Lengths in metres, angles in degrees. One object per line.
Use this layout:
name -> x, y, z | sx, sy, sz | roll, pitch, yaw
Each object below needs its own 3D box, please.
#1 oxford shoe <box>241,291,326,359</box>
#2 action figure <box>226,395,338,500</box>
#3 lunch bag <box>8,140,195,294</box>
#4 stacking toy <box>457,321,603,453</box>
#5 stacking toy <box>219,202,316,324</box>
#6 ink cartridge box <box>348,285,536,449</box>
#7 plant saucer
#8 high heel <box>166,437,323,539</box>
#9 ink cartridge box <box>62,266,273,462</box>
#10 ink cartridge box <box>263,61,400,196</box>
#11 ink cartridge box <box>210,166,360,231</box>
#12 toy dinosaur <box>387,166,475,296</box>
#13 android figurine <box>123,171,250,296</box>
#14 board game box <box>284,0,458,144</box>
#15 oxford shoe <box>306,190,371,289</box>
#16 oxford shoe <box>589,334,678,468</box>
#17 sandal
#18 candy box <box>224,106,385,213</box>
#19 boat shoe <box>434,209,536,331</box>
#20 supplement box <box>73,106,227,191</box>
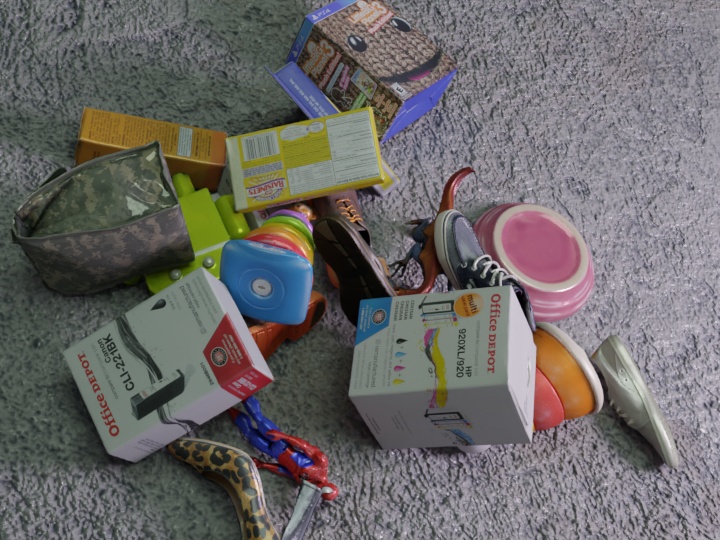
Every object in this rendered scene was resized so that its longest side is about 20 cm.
oxford shoe -> -0.138, 0.072, 1.507 | 0.073, 0.071, 0.200 | 38, 46, 27
action figure -> -0.106, 0.212, 1.432 | 0.200, 0.065, 0.052 | 37, 32, 8
lunch bag -> -0.318, -0.056, 1.435 | 0.200, 0.164, 0.118 | -19, 68, -8
stacking toy -> 0.205, 0.174, 1.551 | 0.200, 0.146, 0.146 | -33, 73, -13
stacking toy -> -0.096, -0.033, 1.497 | 0.116, 0.110, 0.200 | 14, 36, 7
ink cartridge box -> 0.107, 0.123, 1.461 | 0.200, 0.145, 0.147 | -6, 52, 18
plant saucer -> 0.256, -0.022, 1.719 | 0.200, 0.051, 0.201 | 9, 57, -14
high heel -> -0.159, 0.284, 1.372 | 0.200, 0.071, 0.143 | 22, 70, 6
ink cartridge box -> -0.227, 0.113, 1.380 | 0.200, 0.084, 0.144 | -32, 69, 4
ink cartridge box -> -0.037, -0.203, 1.653 | 0.047, 0.200, 0.198 | -41, 76, 1
ink cartridge box -> -0.116, -0.095, 1.622 | 0.200, 0.067, 0.116 | -19, 68, -29
toy dinosaur -> 0.088, -0.030, 1.611 | 0.105, 0.200, 0.182 | 10, 22, 5
android figurine -> -0.235, -0.033, 1.539 | 0.182, 0.041, 0.200 | -19, 65, -11
board game box -> 0.018, -0.314, 1.782 | 0.200, 0.097, 0.159 | 42, 47, 9
oxford shoe -> -0.019, -0.074, 1.570 | 0.071, 0.073, 0.200 | -18, 94, -27
oxford shoe -> 0.380, 0.186, 1.629 | 0.058, 0.075, 0.200 | -30, 76, 11
sandal -> 0.000, 0.000, 1.505 | 0.200, 0.082, 0.055 | 60, 36, -30
candy box -> -0.073, -0.144, 1.531 | 0.200, 0.026, 0.102 | -11, 80, 8
boat shoe -> 0.170, 0.008, 1.556 | 0.075, 0.093, 0.200 | -25, 96, -43
supplement box -> -0.287, -0.166, 1.609 | 0.200, 0.067, 0.069 | 8, 56, -15
